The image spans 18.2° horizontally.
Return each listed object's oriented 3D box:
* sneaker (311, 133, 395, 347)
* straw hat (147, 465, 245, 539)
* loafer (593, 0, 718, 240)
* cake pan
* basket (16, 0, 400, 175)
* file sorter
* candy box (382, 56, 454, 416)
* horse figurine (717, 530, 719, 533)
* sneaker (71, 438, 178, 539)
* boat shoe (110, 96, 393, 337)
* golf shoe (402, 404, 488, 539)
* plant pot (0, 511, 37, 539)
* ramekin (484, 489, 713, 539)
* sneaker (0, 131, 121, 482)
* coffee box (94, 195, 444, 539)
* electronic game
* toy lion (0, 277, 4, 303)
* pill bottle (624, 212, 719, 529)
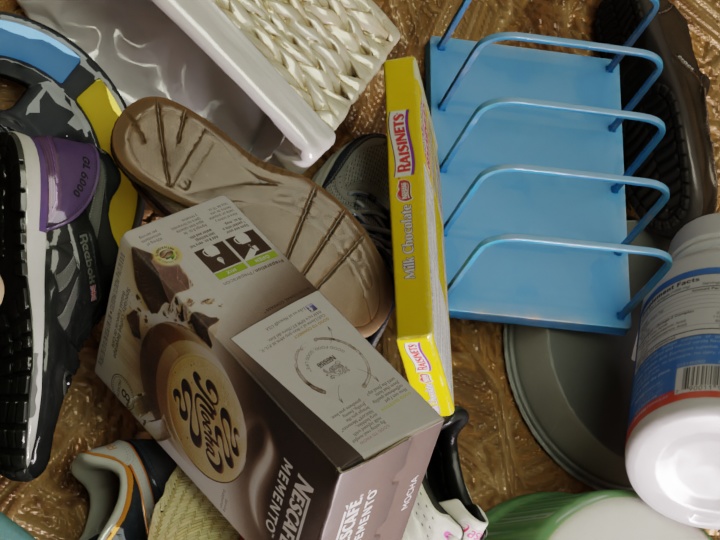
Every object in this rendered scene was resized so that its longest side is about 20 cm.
[{"bbox_3d":[0.000,0.000,1.430,0.077,0.085,0.202,23,66,-20],"label":"sneaker"},{"bbox_3d":[-0.036,0.185,1.303,0.201,0.085,0.202,44,37,-45],"label":"straw hat"},{"bbox_3d":[0.221,-0.114,1.569,0.070,0.073,0.202,10,60,-31],"label":"loafer"},{"bbox_3d":[0.191,0.054,1.543,0.199,0.037,0.202,7,73,-25],"label":"cake pan"},{"bbox_3d":[-0.091,-0.156,1.398,0.200,0.135,0.124,45,59,-10],"label":"basket"},{"bbox_3d":[0.125,-0.079,1.469,0.137,0.123,0.202,6,66,-14],"label":"file sorter"},{"bbox_3d":[0.036,-0.021,1.392,0.026,0.102,0.202,-8,58,9],"label":"candy box"},{"bbox_3d":[0.360,0.188,1.583,0.200,0.050,0.133,40,74,-19],"label":"horse figurine"},{"bbox_3d":[-0.132,0.197,1.314,0.079,0.078,0.202,5,67,-29],"label":"sneaker"},{"bbox_3d":[-0.069,-0.027,1.363,0.199,0.072,0.072,34,71,-6],"label":"boat shoe"},{"bbox_3d":[0.036,0.179,1.390,0.072,0.092,0.202,7,73,-52],"label":"golf shoe"},{"bbox_3d":[-0.231,0.204,1.226,0.199,0.141,0.142,34,64,-22],"label":"plant pot"},{"bbox_3d":[0.151,0.235,1.437,0.198,0.098,0.202,7,73,-25],"label":"ramekin"},{"bbox_3d":[-0.172,0.022,1.311,0.087,0.075,0.202,5,86,-36],"label":"sneaker"},{"bbox_3d":[-0.055,0.070,1.263,0.079,0.114,0.200,-23,55,-36],"label":"coffee box"},{"bbox_3d":[-0.222,-0.058,1.349,0.198,0.042,0.202,5,79,-27],"label":"electronic game"},{"bbox_3d":[-0.320,0.036,1.217,0.198,0.069,0.193,14,59,20],"label":"toy lion"},{"bbox_3d":[0.232,0.058,1.452,0.112,0.112,0.201,33,40,-16],"label":"pill bottle"}]
